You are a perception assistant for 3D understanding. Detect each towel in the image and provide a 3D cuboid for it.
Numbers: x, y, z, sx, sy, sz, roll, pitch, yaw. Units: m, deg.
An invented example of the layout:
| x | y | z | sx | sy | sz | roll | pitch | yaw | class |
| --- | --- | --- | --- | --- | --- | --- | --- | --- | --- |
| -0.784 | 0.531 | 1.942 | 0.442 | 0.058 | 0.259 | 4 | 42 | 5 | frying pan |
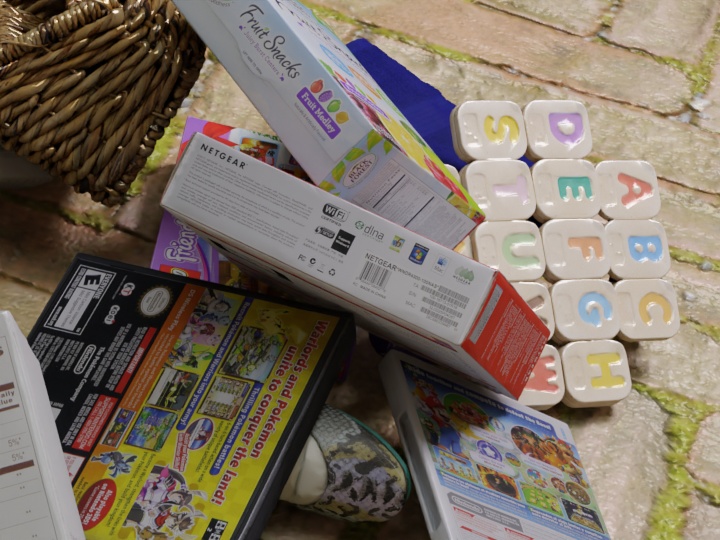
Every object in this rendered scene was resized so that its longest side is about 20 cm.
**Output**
| x | y | z | sx | sy | sz | roll | pitch | yaw | class |
| --- | --- | --- | --- | --- | --- | --- | --- | --- | --- |
| 0.043 | -0.075 | 1.825 | 0.200 | 0.050 | 0.148 | 37 | 23 | 11 | towel |

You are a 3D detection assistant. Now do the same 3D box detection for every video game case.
| x | y | z | sx | sy | sz | roll | pitch | yaw | class |
| --- | --- | --- | --- | --- | --- | --- | --- | --- | --- |
| -0.120 | 0.084 | 1.564 | 0.180 | 0.026 | 0.201 | 12 | 49 | 18 | video game case |
| 0.089 | 0.138 | 1.593 | 0.143 | 0.018 | 0.201 | 24 | 30 | -30 | video game case |

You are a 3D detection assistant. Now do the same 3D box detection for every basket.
| x | y | z | sx | sy | sz | roll | pitch | yaw | class |
| --- | --- | --- | --- | --- | --- | --- | --- | --- | --- |
| -0.188 | -0.154 | 1.753 | 0.148 | 0.143 | 0.200 | 30 | 11 | -15 | basket |

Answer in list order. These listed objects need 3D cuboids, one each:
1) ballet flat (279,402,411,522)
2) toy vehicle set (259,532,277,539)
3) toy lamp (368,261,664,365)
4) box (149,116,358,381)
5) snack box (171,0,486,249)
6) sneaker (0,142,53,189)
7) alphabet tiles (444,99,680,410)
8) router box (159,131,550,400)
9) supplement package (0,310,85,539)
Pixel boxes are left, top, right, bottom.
| x | y | z | sx | sy | sz | roll | pitch | yaw | class |
| --- | --- | --- | --- | --- | --- | --- | --- | --- | --- |
| -0.063 | 0.097 | 1.602 | 0.200 | 0.072 | 0.072 | 30 | 39 | 31 | ballet flat |
| -0.089 | 0.211 | 1.480 | 0.124 | 0.027 | 0.200 | 27 | 39 | 18 | toy vehicle set |
| 0.099 | 0.027 | 1.758 | 0.199 | 0.058 | 0.058 | -6 | 41 | -26 | toy lamp |
| -0.063 | -0.017 | 1.776 | 0.136 | 0.039 | 0.201 | 13 | 37 | -3 | box |
| -0.023 | -0.103 | 1.659 | 0.200 | 0.053 | 0.142 | 52 | 9 | 35 | snack box |
| -0.291 | -0.101 | 1.759 | 0.199 | 0.083 | 0.074 | 9 | -2 | -9 | sneaker |
| 0.114 | -0.012 | 1.737 | 0.194 | 0.015 | 0.201 | -1 | 75 | -27 | alphabet tiles |
| 0.000 | 0.000 | 1.605 | 0.199 | 0.049 | 0.179 | 25 | -6 | 17 | router box |
| -0.198 | 0.139 | 1.371 | 0.117 | 0.117 | 0.201 | -16 | 75 | -2 | supplement package |
